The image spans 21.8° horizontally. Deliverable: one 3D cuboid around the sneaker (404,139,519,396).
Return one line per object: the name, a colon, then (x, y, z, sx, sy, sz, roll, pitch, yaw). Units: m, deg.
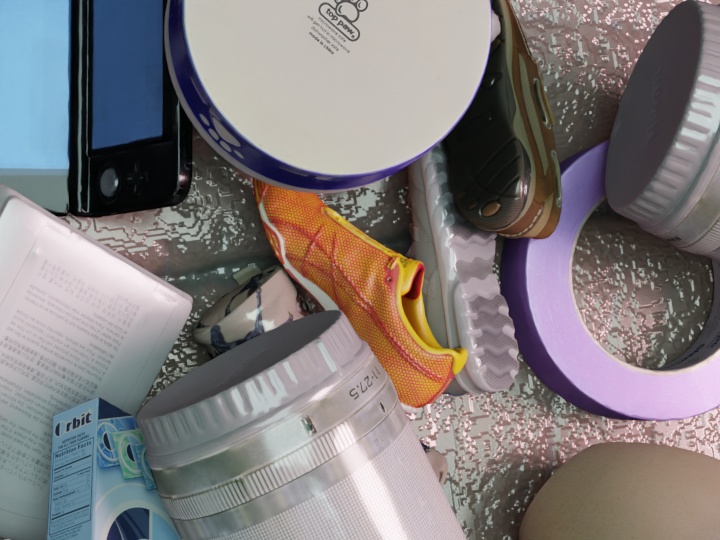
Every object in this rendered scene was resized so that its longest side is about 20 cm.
sneaker: (0.049, -0.007, 1.288, 0.074, 0.082, 0.202, 17, 60, -47)

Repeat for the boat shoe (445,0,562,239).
boat shoe: (0.096, -0.106, 1.290, 0.074, 0.075, 0.202, 26, 49, -42)

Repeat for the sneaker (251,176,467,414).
sneaker: (0.000, 0.000, 1.249, 0.077, 0.073, 0.201, -41, 78, 15)

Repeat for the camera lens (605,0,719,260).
camera lens: (0.281, -0.076, 1.224, 0.198, 0.160, 0.162, 19, 82, -11)

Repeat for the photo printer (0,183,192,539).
photo printer: (-0.220, 0.068, 1.205, 0.166, 0.069, 0.201, 31, 82, -30)

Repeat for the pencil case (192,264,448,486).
pencil case: (-0.027, 0.086, 1.264, 0.078, 0.089, 0.200, -39, 95, 17)

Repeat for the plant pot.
plant pot: (0.184, 0.195, 1.261, 0.200, 0.201, 0.134, -42, 60, -12)

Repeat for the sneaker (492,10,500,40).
sneaker: (0.004, -0.128, 1.277, 0.198, 0.075, 0.101, -15, 96, 12)

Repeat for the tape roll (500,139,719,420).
tape roll: (0.202, 0.005, 1.325, 0.198, 0.066, 0.203, 1, 86, -11)

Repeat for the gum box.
gum box: (-0.125, 0.203, 1.163, 0.170, 0.044, 0.202, 34, 44, -46)

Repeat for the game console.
game console: (-0.202, -0.140, 1.225, 0.116, 0.175, 0.202, 3, 86, -40)

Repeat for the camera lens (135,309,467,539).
camera lens: (-0.031, 0.146, 1.149, 0.159, 0.160, 0.201, -28, 98, -12)

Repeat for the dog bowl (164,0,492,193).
dog bowl: (-0.020, -0.152, 1.168, 0.198, 0.079, 0.203, 1, 86, -13)
